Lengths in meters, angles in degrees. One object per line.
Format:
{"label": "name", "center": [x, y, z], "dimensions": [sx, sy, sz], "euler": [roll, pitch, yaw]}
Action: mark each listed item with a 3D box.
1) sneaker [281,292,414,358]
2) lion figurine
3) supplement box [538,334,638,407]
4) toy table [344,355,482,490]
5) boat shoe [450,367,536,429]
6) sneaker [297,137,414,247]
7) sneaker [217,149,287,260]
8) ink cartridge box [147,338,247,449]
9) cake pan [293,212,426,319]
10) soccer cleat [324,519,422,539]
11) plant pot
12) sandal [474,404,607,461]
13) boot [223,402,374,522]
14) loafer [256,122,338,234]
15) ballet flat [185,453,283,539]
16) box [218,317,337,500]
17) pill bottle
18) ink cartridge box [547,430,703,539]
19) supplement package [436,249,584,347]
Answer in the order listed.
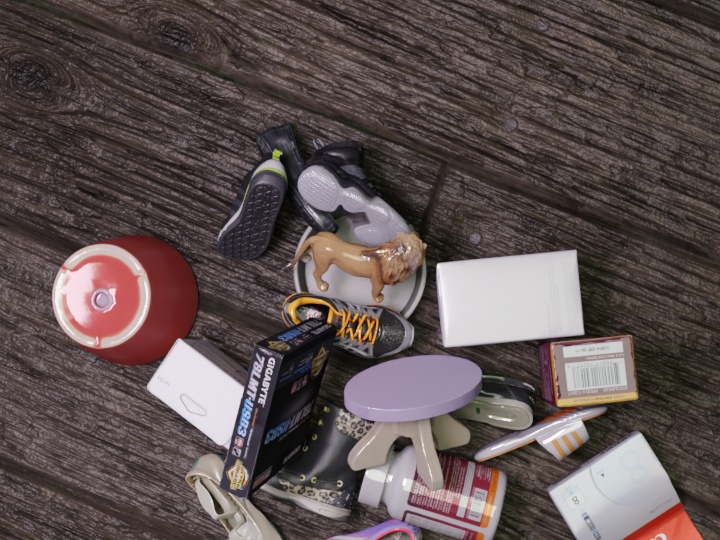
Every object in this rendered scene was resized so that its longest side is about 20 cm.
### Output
{"label": "sneaker", "center": [-0.020, 0.079, 1.575], "dimensions": [0.196, 0.077, 0.080], "euler": [10, 86, 3]}
{"label": "lion figurine", "center": [-0.010, -0.018, 1.548], "dimensions": [0.196, 0.123, 0.074], "euler": [6, 59, -5]}
{"label": "supplement box", "center": [0.310, 0.138, 1.524], "dimensions": [0.108, 0.200, 0.087], "euler": [-5, 85, 3]}
{"label": "toy table", "center": [0.073, 0.203, 1.516], "dimensions": [0.196, 0.184, 0.119], "euler": [-4, 116, -10]}
{"label": "boat shoe", "center": [0.160, 0.175, 1.610], "dimensions": [0.197, 0.072, 0.068], "euler": [13, 49, 11]}
{"label": "sneaker", "center": [0.003, -0.117, 1.582], "dimensions": [0.198, 0.075, 0.115], "euler": [32, 45, -23]}
{"label": "sneaker", "center": [-0.150, -0.095, 1.609], "dimensions": [0.071, 0.200, 0.084], "euler": [20, 46, -19]}
{"label": "ink cartridge box", "center": [-0.203, 0.171, 1.556], "dimensions": [0.144, 0.200, 0.085], "euler": [35, 89, 5]}
{"label": "cake pan", "center": [0.000, 0.000, 1.635], "dimensions": [0.196, 0.037, 0.204], "euler": [0, 87, 4]}
{"label": "soccer cleat", "center": [-0.004, 0.411, 1.590], "dimensions": [0.197, 0.076, 0.068], "euler": [-21, 85, 2]}
{"label": "plant pot", "center": [-0.348, 0.041, 1.586], "dimensions": [0.196, 0.177, 0.204], "euler": [0, 87, 4]}
{"label": "sandal", "center": [0.266, 0.249, 1.587], "dimensions": [0.204, 0.079, 0.060], "euler": [-25, 86, 11]}
{"label": "boot", "center": [-0.084, 0.262, 1.611], "dimensions": [0.201, 0.074, 0.156], "euler": [22, 84, 5]}
{"label": "loafer", "center": [-0.082, -0.137, 1.617], "dimensions": [0.070, 0.068, 0.202], "euler": [-30, 66, -6]}
{"label": "ballet flat", "center": [-0.185, 0.361, 1.608], "dimensions": [0.069, 0.069, 0.201], "euler": [-40, 82, 1]}
{"label": "box", "center": [-0.107, 0.177, 1.463], "dimensions": [0.049, 0.200, 0.202], "euler": [18, 103, 16]}
{"label": "pill bottle", "center": [0.102, 0.314, 1.573], "dimensions": [0.197, 0.110, 0.111], "euler": [16, 88, 4]}
{"label": "ink cartridge box", "center": [0.386, 0.359, 1.582], "dimensions": [0.159, 0.047, 0.202], "euler": [-32, 83, 1]}
{"label": "supplement package", "center": [0.210, 0.042, 1.576], "dimensions": [0.196, 0.121, 0.122], "euler": [-6, 87, 3]}
